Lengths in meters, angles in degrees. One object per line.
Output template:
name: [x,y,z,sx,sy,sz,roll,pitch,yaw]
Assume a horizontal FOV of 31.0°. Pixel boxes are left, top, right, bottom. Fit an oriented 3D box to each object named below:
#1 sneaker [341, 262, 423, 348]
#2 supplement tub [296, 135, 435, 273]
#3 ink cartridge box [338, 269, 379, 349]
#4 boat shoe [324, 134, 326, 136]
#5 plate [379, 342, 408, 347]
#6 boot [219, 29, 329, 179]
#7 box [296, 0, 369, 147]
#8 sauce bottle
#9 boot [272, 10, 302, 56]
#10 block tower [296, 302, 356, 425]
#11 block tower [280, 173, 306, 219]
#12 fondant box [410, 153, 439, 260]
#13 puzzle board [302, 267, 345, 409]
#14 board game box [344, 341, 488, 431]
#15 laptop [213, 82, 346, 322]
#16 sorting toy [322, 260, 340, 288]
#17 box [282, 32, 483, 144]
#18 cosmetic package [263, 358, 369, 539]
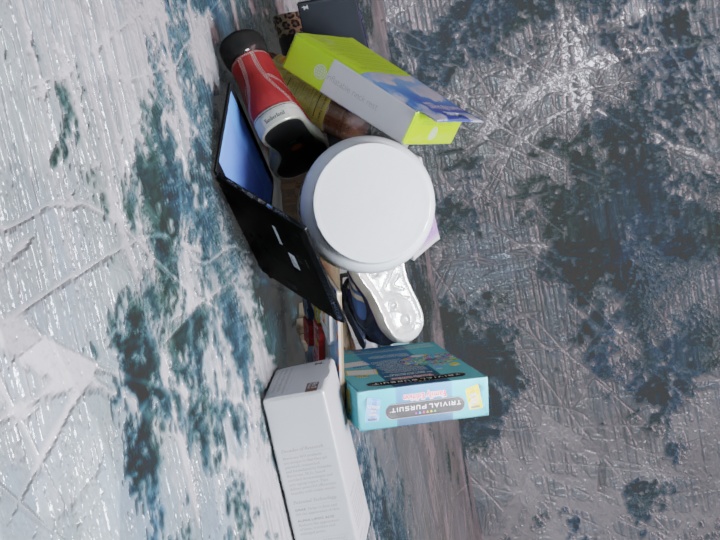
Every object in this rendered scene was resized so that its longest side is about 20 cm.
sneaker: [0.000,0.000,1.627,0.146,0.080,0.201,0,-66,65]
supplement tub: [0.004,-0.070,1.405,0.200,0.143,0.146,-173,-107,-86]
ink cartridge box: [-0.006,0.059,1.860,0.116,0.067,0.201,70,13,-52]
boat shoe: [-0.028,-0.208,1.728,0.071,0.069,0.202,12,69,-48]
plate: [0.039,0.066,1.840,0.200,0.025,0.202,-11,90,-82]
boot: [-0.101,-0.191,1.461,0.145,0.072,0.200,63,0,17]
box: [-0.015,-0.227,1.622,0.141,0.078,0.201,50,27,-79]
sauce bottle: [-0.034,-0.191,1.516,0.066,0.199,0.066,-62,171,-17]
boot: [-0.052,-0.295,1.833,0.200,0.073,0.152,-25,104,-56]
block tower: [-0.033,0.116,1.662,0.201,0.054,0.058,73,10,-46]
block tower: [-0.071,-0.121,1.619,0.058,0.054,0.201,61,22,-71]
fondant box: [0.013,-0.116,1.823,0.200,0.058,0.145,29,-34,41]
puzzle board: [-0.044,0.090,1.493,0.151,0.017,0.201,-126,-148,-64]
board game box: [0.044,0.131,1.501,0.200,0.150,0.047,-148,-126,-73]
laptop: [-0.078,-0.069,1.366,0.103,0.199,0.178,-48,148,-17]
sorting toy: [-0.058,-0.022,1.739,0.186,0.036,0.201,70,9,-53]
box: [0.025,-0.196,1.436,0.122,0.200,0.048,-11,132,-59]
cosmetic package: [-0.046,0.209,1.403,0.102,0.073,0.201,-70,148,-75]
